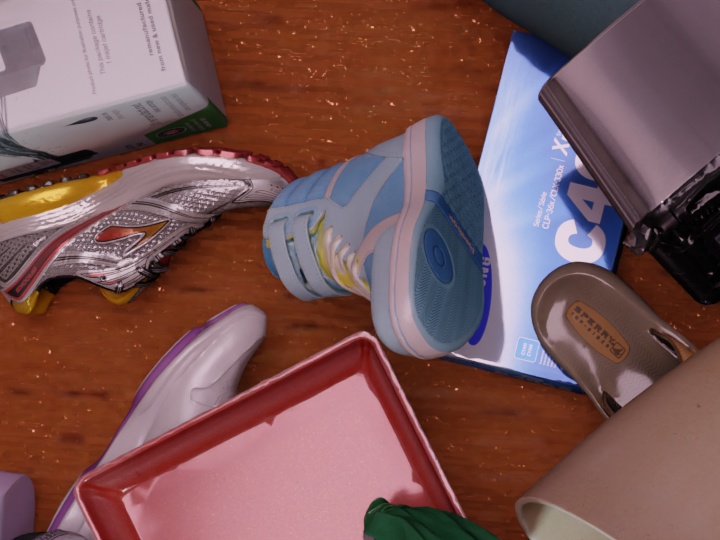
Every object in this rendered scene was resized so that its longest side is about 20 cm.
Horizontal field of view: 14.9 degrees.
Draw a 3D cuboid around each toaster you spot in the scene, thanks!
[{"bbox_3d":[0.209,-0.086,1.515,0.181,0.200,0.119,-39,68,7],"label":"toaster"}]

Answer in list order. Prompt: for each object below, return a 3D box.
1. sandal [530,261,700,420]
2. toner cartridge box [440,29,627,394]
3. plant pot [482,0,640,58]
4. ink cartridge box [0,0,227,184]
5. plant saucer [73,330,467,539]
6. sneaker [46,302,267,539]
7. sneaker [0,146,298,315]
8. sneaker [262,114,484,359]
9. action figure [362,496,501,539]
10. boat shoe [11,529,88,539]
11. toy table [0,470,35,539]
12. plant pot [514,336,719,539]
[{"bbox_3d":[0.173,0.067,1.560,0.200,0.054,0.080,40,96,18],"label":"sandal"},{"bbox_3d":[0.113,-0.035,1.643,0.095,0.043,0.201,13,84,9],"label":"toner cartridge box"},{"bbox_3d":[0.135,-0.214,1.582,0.200,0.200,0.188,-38,78,0],"label":"plant pot"},{"bbox_3d":[-0.193,-0.110,1.637,0.199,0.147,0.083,-14,82,5],"label":"ink cartridge box"},{"bbox_3d":[-0.034,0.165,1.571,0.199,0.037,0.200,-28,85,8],"label":"plant saucer"},{"bbox_3d":[-0.102,0.113,1.640,0.100,0.075,0.200,34,96,3],"label":"sneaker"},{"bbox_3d":[-0.129,-0.024,1.660,0.199,0.078,0.082,-15,86,13],"label":"sneaker"},{"bbox_3d":[0.000,0.000,1.567,0.130,0.200,0.080,-21,117,19],"label":"sneaker"},{"bbox_3d":[0.058,0.166,1.462,0.118,0.200,0.055,4,106,-32],"label":"action figure"},{"bbox_3d":[-0.149,0.236,1.613,0.069,0.057,0.200,-33,110,-29],"label":"boat shoe"},{"bbox_3d":[-0.272,0.193,1.596,0.117,0.200,0.184,9,124,8],"label":"toy table"},{"bbox_3d":[0.215,0.108,1.455,0.187,0.187,0.200,39,76,10],"label":"plant pot"}]
